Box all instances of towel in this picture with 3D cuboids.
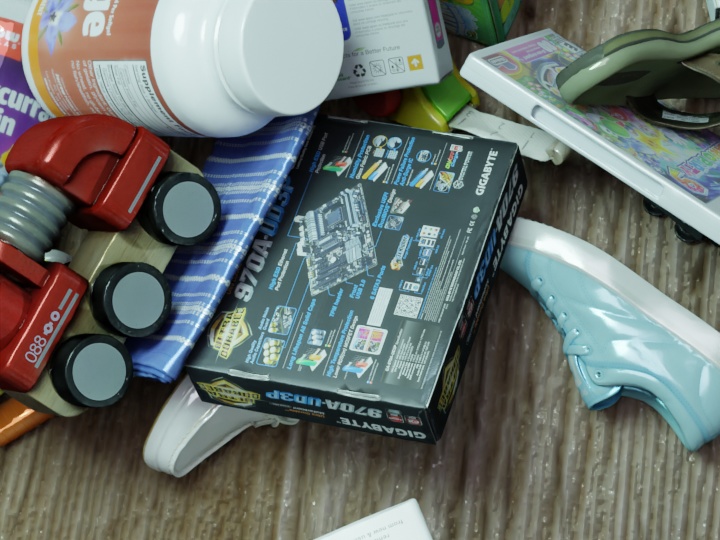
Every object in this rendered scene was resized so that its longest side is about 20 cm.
[{"bbox_3d":[-0.100,-0.020,1.550,0.024,0.145,0.200,32,79,-20],"label":"towel"}]

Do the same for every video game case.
[{"bbox_3d":[0.172,-0.086,1.550,0.200,0.143,0.018,35,113,14],"label":"video game case"}]

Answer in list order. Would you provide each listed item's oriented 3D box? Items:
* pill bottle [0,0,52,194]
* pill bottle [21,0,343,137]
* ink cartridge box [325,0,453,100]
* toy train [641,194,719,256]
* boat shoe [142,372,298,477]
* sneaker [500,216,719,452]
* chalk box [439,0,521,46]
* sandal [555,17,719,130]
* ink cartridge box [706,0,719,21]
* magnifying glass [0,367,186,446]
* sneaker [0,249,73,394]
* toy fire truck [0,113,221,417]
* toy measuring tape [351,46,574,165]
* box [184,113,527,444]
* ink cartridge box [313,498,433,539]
[{"bbox_3d":[-0.239,-0.118,1.623,0.111,0.111,0.200,13,77,11],"label":"pill bottle"},{"bbox_3d":[-0.109,-0.139,1.531,0.200,0.112,0.112,4,73,45],"label":"pill bottle"},{"bbox_3d":[-0.010,-0.207,1.527,0.095,0.037,0.200,-7,107,23],"label":"ink cartridge box"},{"bbox_3d":[0.262,-0.004,1.568,0.200,0.034,0.046,41,71,16],"label":"toy train"},{"bbox_3d":[-0.051,0.065,1.570,0.200,0.071,0.069,-45,72,-6],"label":"boat shoe"},{"bbox_3d":[0.149,0.040,1.549,0.200,0.074,0.082,33,80,16],"label":"sneaker"},{"bbox_3d":[0.058,-0.231,1.607,0.200,0.125,0.124,20,79,14],"label":"chalk box"},{"bbox_3d":[0.204,-0.114,1.543,0.201,0.080,0.057,-11,66,-38],"label":"sandal"},{"bbox_3d":[0.280,-0.259,1.605,0.146,0.083,0.200,-11,74,4],"label":"ink cartridge box"},{"bbox_3d":[-0.154,0.053,1.616,0.200,0.022,0.080,-31,74,-3],"label":"magnifying glass"},{"bbox_3d":[-0.252,0.072,1.575,0.200,0.076,0.105,-37,29,6],"label":"sneaker"},{"bbox_3d":[-0.218,-0.029,1.511,0.200,0.129,0.176,35,76,-26],"label":"toy fire truck"},{"bbox_3d":[0.052,-0.122,1.576,0.200,0.074,0.074,22,78,38],"label":"toy measuring tape"},{"bbox_3d":[0.000,0.000,1.526,0.159,0.046,0.200,9,59,19],"label":"box"},{"bbox_3d":[0.037,0.252,1.469,0.083,0.147,0.200,-22,74,-3],"label":"ink cartridge box"}]
